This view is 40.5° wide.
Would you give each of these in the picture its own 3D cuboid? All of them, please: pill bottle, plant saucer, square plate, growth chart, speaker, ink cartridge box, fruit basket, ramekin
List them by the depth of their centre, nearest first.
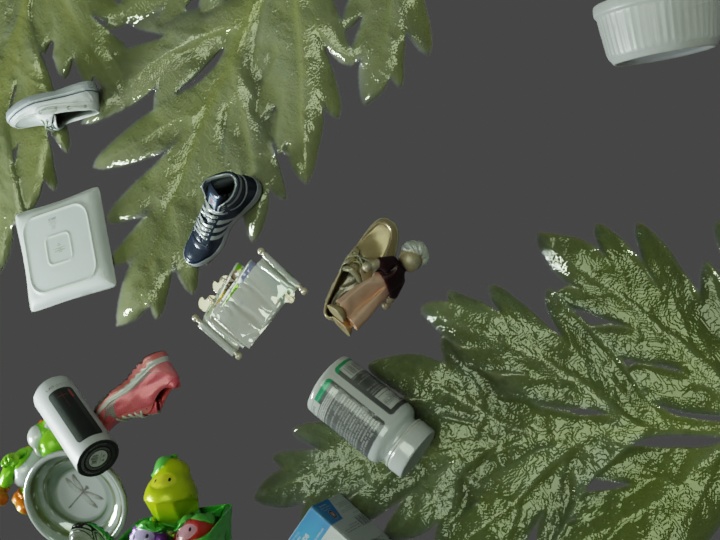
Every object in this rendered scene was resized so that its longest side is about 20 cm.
[{"bbox_3d":[0.462,-0.377,1.502,0.199,0.202,0.096,-8,95,17],"label":"ramekin"},{"bbox_3d":[-0.004,0.469,1.590,0.199,0.145,0.084,38,97,17],"label":"ink cartridge box"},{"bbox_3d":[0.018,0.244,1.622,0.199,0.113,0.114,37,96,18],"label":"pill bottle"},{"bbox_3d":[-0.331,0.436,1.709,0.212,0.155,0.219,3,103,13],"label":"fruit basket"},{"bbox_3d":[-0.510,0.276,1.744,0.200,0.081,0.082,40,98,40],"label":"speaker"},{"bbox_3d":[-0.206,0.057,1.763,0.200,0.018,0.145,-46,73,9],"label":"growth chart"},{"bbox_3d":[-0.516,0.415,1.792,0.197,0.050,0.203,2,105,7],"label":"plant saucer"},{"bbox_3d":[-0.577,-0.041,1.887,0.197,0.028,0.201,-16,81,15],"label":"square plate"}]

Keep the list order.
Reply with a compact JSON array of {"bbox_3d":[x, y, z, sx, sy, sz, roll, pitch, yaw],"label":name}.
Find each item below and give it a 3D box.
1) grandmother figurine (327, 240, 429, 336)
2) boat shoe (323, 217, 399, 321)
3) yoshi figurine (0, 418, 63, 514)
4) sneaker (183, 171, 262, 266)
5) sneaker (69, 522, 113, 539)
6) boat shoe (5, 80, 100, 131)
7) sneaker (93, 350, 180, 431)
[{"bbox_3d":[0.038,0.023,1.639,0.200,0.122,0.060,-41,60,-14],"label":"grandmother figurine"},{"bbox_3d":[0.000,0.000,1.676,0.072,0.065,0.201,33,95,18],"label":"boat shoe"},{"bbox_3d":[-0.603,0.359,1.820,0.111,0.112,0.202,32,93,8],"label":"yoshi figurine"},{"bbox_3d":[-0.268,-0.096,1.749,0.070,0.108,0.201,43,98,17],"label":"sneaker"},{"bbox_3d":[-0.476,0.548,1.748,0.077,0.085,0.203,-17,93,13],"label":"sneaker"},{"bbox_3d":[-0.598,-0.306,1.894,0.197,0.073,0.068,-19,77,14],"label":"boat shoe"},{"bbox_3d":[-0.409,0.241,1.781,0.200,0.074,0.087,-45,75,9],"label":"sneaker"}]
